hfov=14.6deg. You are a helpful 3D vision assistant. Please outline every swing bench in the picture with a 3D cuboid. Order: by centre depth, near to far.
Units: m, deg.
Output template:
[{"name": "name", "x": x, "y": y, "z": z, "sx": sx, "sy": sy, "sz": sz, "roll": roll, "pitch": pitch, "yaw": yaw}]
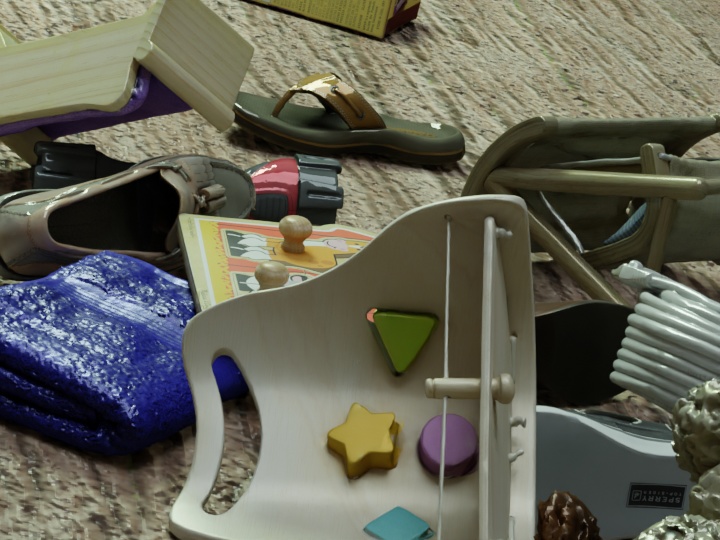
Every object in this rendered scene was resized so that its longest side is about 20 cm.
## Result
[{"name": "swing bench", "x": 0.203, "y": -0.038, "z": 1.892, "sx": 0.198, "sy": 0.131, "sz": 0.200, "roll": -5, "pitch": 24, "yaw": -44}]

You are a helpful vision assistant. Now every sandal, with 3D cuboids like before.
[{"name": "sandal", "x": -0.010, "y": -0.119, "z": 2.109, "sx": 0.199, "sy": 0.055, "sz": 0.082, "roll": 7, "pitch": 18, "yaw": -19}]

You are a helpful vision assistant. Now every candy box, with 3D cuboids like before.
[{"name": "candy box", "x": -0.050, "y": -0.270, "z": 2.553, "sx": 0.199, "sy": 0.057, "sz": 0.117, "roll": 19, "pitch": 18, "yaw": 12}]

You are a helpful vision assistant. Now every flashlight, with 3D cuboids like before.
[{"name": "flashlight", "x": -0.113, "y": -0.050, "z": 1.810, "sx": 0.199, "sy": 0.068, "sz": 0.068, "roll": 6, "pitch": 50, "yaw": -10}]

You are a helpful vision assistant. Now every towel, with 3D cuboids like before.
[{"name": "towel", "x": -0.139, "y": 0.039, "z": 1.531, "sx": 0.147, "sy": 0.050, "sz": 0.200, "roll": 18, "pitch": 18, "yaw": 18}]

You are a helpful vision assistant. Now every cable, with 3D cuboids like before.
[{"name": "cable", "x": 0.238, "y": 0.074, "z": 1.586, "sx": 0.199, "sy": 0.070, "sz": 0.200, "roll": 26, "pitch": 2, "yaw": -23}]

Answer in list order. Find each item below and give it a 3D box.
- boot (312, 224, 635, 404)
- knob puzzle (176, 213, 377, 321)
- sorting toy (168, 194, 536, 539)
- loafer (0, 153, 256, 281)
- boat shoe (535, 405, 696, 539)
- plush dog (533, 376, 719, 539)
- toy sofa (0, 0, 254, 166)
[{"name": "boot", "x": 0.058, "y": 0.020, "z": 1.731, "sx": 0.186, "sy": 0.065, "sz": 0.200, "roll": 3, "pitch": 15, "yaw": -37}, {"name": "knob puzzle", "x": 0.000, "y": 0.000, "z": 1.618, "sx": 0.218, "sy": 0.031, "sz": 0.220, "roll": 8, "pitch": 17, "yaw": -3}, {"name": "sorting toy", "x": -0.005, "y": 0.075, "z": 1.384, "sx": 0.179, "sy": 0.201, "sz": 0.107, "roll": -1, "pitch": -29, "yaw": 7}, {"name": "loafer", "x": -0.134, "y": -0.031, "z": 1.694, "sx": 0.199, "sy": 0.072, "sz": 0.063, "roll": -13, "pitch": 2, "yaw": -41}, {"name": "boat shoe", "x": 0.127, "y": 0.104, "z": 1.500, "sx": 0.199, "sy": 0.070, "sz": 0.066, "roll": 6, "pitch": 11, "yaw": -25}, {"name": "plush dog", "x": 0.166, "y": 0.157, "z": 1.288, "sx": 0.171, "sy": 0.161, "sz": 0.200, "roll": -13, "pitch": 24, "yaw": -15}, {"name": "toy sofa", "x": -0.171, "y": -0.112, "z": 1.808, "sx": 0.199, "sy": 0.098, "sz": 0.083, "roll": -8, "pitch": -37, "yaw": 43}]
